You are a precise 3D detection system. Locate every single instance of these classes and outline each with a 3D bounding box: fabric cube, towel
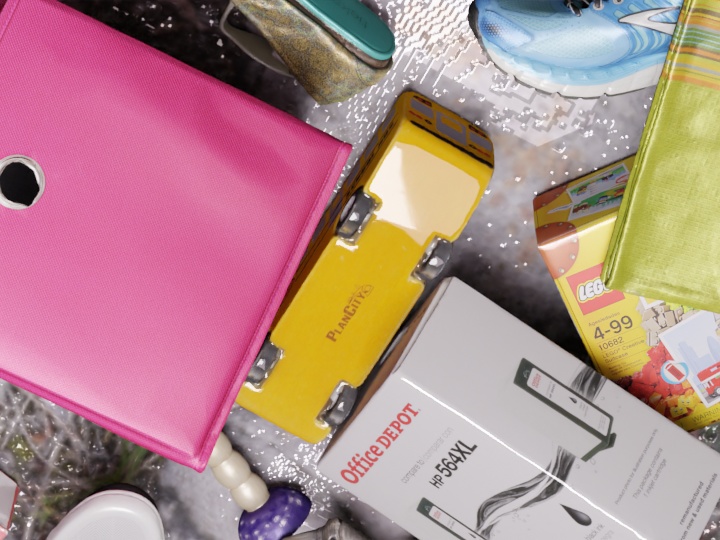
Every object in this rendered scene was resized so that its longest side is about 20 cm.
[{"bbox_3d":[-0.146,-0.023,1.598,0.199,0.200,0.196,26,87,-10],"label":"fabric cube"},{"bbox_3d":[0.200,-0.072,1.607,0.086,0.018,0.200,14,112,-5],"label":"towel"}]

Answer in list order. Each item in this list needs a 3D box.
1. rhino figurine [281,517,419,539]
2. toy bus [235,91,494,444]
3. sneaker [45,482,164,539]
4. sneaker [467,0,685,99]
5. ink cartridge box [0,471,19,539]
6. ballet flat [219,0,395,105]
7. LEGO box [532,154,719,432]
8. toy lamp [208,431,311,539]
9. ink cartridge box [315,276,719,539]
[{"bbox_3d":[0.044,0.190,1.773,0.200,0.060,0.087,14,138,-15],"label":"rhino figurine"},{"bbox_3d":[0.000,0.000,1.699,0.065,0.078,0.200,28,110,-12],"label":"toy bus"},{"bbox_3d":[-0.157,0.168,1.748,0.073,0.112,0.200,12,134,-6],"label":"sneaker"},{"bbox_3d":[0.158,-0.152,1.630,0.200,0.078,0.090,-2,125,-8],"label":"sneaker"},{"bbox_3d":[-0.318,0.177,1.784,0.116,0.068,0.200,40,108,-15],"label":"ink cartridge box"},{"bbox_3d":[-0.068,-0.167,1.640,0.200,0.071,0.071,43,107,-15],"label":"ballet flat"},{"bbox_3d":[0.221,-0.005,1.694,0.200,0.077,0.149,-23,111,10],"label":"LEGO box"},{"bbox_3d":[-0.107,0.082,1.748,0.058,0.058,0.200,-34,111,14],"label":"toy lamp"},{"bbox_3d":[0.092,0.114,1.692,0.200,0.084,0.146,33,147,-2],"label":"ink cartridge box"}]
